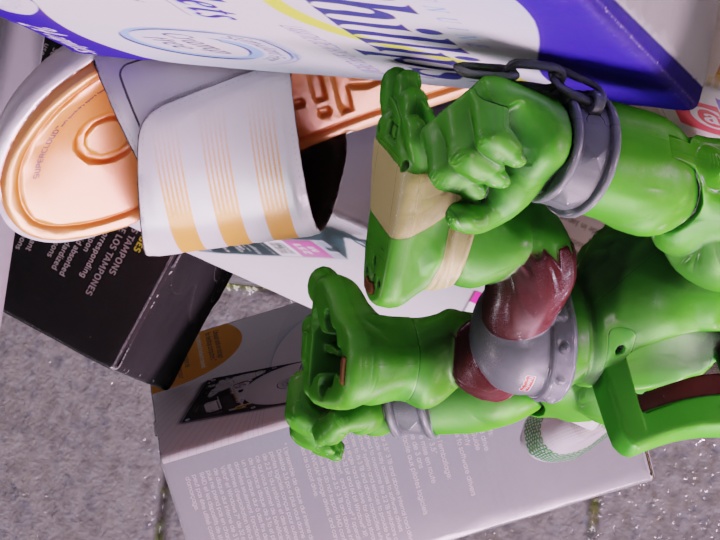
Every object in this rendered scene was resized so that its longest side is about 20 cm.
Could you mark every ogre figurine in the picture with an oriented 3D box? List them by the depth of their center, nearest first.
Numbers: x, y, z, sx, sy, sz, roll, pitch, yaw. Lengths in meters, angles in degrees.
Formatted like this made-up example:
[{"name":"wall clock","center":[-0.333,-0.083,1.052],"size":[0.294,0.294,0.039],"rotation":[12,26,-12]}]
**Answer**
[{"name":"ogre figurine","center":[0.054,0.006,0.800],"size":[0.119,0.098,0.200],"rotation":[4,133,-14]}]

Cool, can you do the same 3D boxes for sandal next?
[{"name":"sandal","center":[-0.015,-0.049,0.861],"size":[0.206,0.059,0.079],"rotation":[-20,139,1]}]

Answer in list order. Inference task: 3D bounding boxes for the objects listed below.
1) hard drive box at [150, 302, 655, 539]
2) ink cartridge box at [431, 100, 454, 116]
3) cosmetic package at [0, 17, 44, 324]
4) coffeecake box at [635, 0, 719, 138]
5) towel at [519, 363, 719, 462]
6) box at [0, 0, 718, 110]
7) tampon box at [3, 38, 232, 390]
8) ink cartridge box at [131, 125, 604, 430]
[{"name":"hard drive box","center":[0.012,0.062,1.238],"size":[0.199,0.077,0.156],"rotation":[-16,-163,-3]},{"name":"ink cartridge box","center":[0.125,-0.040,1.117],"size":[0.199,0.083,0.147],"rotation":[-13,176,8]},{"name":"cosmetic package","center":[-0.213,-0.074,0.958],"size":[0.199,0.200,0.123],"rotation":[8,176,-3]},{"name":"coffeecake box","center":[0.154,-0.039,0.876],"size":[0.153,0.073,0.200],"rotation":[19,164,28]},{"name":"towel","center":[0.167,0.025,1.080],"size":[0.149,0.031,0.200],"rotation":[-30,-175,-34]},{"name":"box","center":[-0.015,-0.114,0.734],"size":[0.199,0.105,0.184],"rotation":[6,176,18]},{"name":"tampon box","center":[-0.145,-0.054,1.169],"size":[0.200,0.127,0.150],"rotation":[29,178,6]},{"name":"ink cartridge box","center":[0.000,0.000,0.995],"size":[0.199,0.044,0.174],"rotation":[24,158,0]}]
